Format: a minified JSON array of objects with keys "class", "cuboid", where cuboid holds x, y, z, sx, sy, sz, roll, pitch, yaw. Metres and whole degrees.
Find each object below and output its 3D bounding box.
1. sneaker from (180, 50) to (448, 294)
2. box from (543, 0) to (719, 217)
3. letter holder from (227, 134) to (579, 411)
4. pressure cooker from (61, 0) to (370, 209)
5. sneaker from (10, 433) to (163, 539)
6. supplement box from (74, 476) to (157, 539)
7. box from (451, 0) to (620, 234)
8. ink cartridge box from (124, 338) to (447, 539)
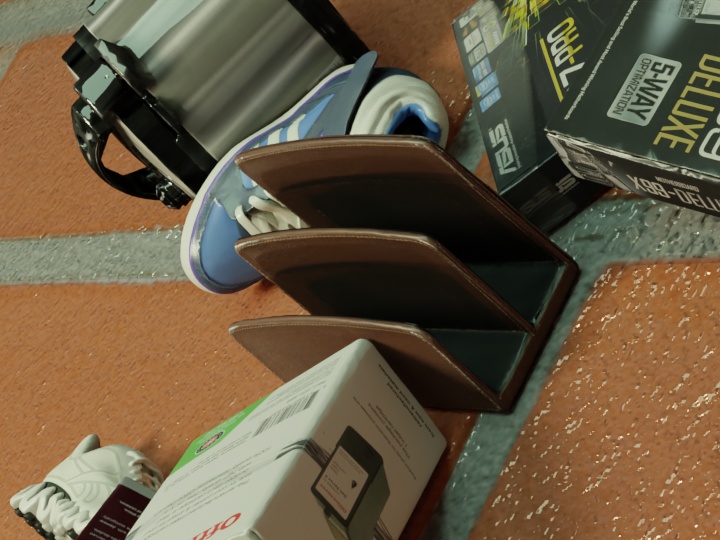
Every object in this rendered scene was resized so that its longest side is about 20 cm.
[{"class":"sneaker","cuboid":[-0.027,-0.052,1.491,0.200,0.081,0.146,-46,25,-4]},{"class":"box","cuboid":[0.215,-0.124,1.224,0.157,0.050,0.201,19,70,38]},{"class":"letter holder","cuboid":[0.000,0.000,1.331,0.200,0.142,0.101,-1,55,53]},{"class":"pressure cooker","cuboid":[-0.113,-0.136,1.603,0.200,0.176,0.179,-46,23,1]},{"class":"sneaker","cuboid":[-0.154,0.151,1.450,0.081,0.075,0.200,-48,28,-16]},{"class":"supplement box","cuboid":[-0.162,0.217,1.278,0.109,0.061,0.200,-67,-6,32]},{"class":"box","cuboid":[0.142,-0.136,1.388,0.161,0.049,0.200,-39,33,21]},{"class":"ink cartridge box","cuboid":[-0.055,0.144,1.237,0.146,0.084,0.200,-31,13,30]}]
